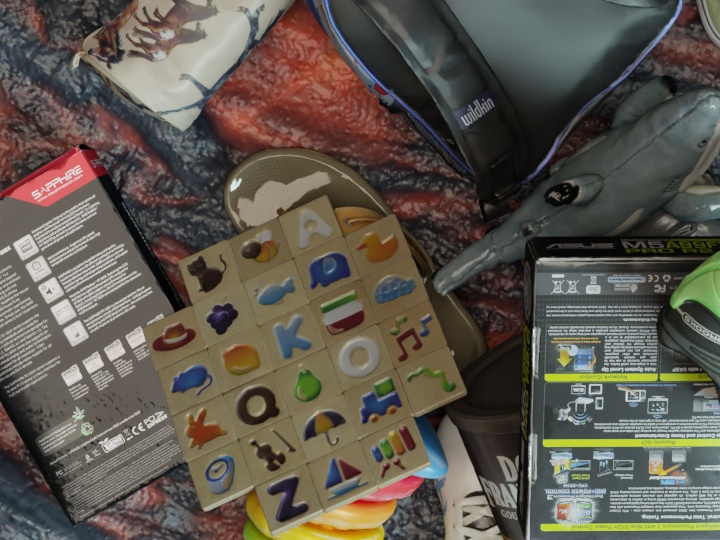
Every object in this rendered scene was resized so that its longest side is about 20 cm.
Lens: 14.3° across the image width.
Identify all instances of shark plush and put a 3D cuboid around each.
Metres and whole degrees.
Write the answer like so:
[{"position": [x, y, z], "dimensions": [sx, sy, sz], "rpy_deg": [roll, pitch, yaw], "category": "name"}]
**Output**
[{"position": [0.125, -0.053, 1.664], "dimensions": [0.200, 0.083, 0.091], "rpy_deg": [-19, 85, 14], "category": "shark plush"}]

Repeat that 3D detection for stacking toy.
[{"position": [-0.033, 0.165, 1.730], "dimensions": [0.116, 0.110, 0.200], "rpy_deg": [14, 107, -16], "category": "stacking toy"}]

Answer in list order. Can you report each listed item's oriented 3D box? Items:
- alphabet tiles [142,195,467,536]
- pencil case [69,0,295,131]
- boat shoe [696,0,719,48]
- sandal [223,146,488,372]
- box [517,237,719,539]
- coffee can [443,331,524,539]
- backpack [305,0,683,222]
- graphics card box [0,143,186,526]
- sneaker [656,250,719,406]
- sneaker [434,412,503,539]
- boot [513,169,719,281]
[{"position": [-0.035, 0.052, 1.662], "dimensions": [0.166, 0.006, 0.200], "rpy_deg": [-25, 55, 5], "category": "alphabet tiles"}, {"position": [-0.085, -0.176, 1.715], "dimensions": [0.089, 0.078, 0.200], "rpy_deg": [40, 94, 4], "category": "pencil case"}, {"position": [0.241, -0.227, 1.701], "dimensions": [0.072, 0.062, 0.201], "rpy_deg": [10, 95, 3], "category": "boat shoe"}, {"position": [0.000, 0.000, 1.729], "dimensions": [0.080, 0.054, 0.200], "rpy_deg": [-44, 83, 2], "category": "sandal"}, {"position": [0.186, 0.064, 1.539], "dimensions": [0.199, 0.044, 0.161], "rpy_deg": [-1, 106, -3], "category": "box"}, {"position": [0.152, 0.137, 1.664], "dimensions": [0.146, 0.146, 0.200], "rpy_deg": [-22, 106, 4], "category": "coffee can"}, {"position": [0.064, -0.168, 1.660], "dimensions": [0.190, 0.154, 0.200], "rpy_deg": [41, 89, -26], "category": "backpack"}, {"position": [-0.169, 0.039, 1.746], "dimensions": [0.125, 0.051, 0.200], "rpy_deg": [-31, 90, 4], "category": "graphics card box"}, {"position": [0.231, 0.065, 1.483], "dimensions": [0.200, 0.077, 0.084], "rpy_deg": [44, 131, -18], "category": "sneaker"}, {"position": [0.082, 0.178, 1.729], "dimensions": [0.072, 0.072, 0.201], "rpy_deg": [-7, 91, 5], "category": "sneaker"}, {"position": [0.200, 0.016, 1.722], "dimensions": [0.200, 0.070, 0.132], "rpy_deg": [39, 98, 12], "category": "boot"}]
